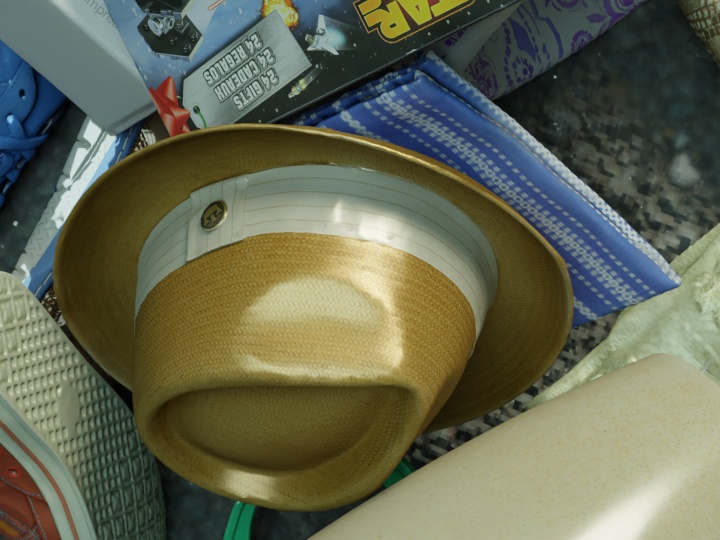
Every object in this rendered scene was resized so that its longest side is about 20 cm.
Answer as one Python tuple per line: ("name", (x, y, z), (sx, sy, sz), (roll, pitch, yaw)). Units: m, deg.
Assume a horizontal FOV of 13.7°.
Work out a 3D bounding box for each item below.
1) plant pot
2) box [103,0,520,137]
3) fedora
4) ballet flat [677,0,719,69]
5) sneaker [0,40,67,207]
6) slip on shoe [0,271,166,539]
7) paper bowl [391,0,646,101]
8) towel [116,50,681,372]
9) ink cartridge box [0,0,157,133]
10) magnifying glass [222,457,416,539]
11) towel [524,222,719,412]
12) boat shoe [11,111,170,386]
("plant pot", (0.070, 0.132, 1.092), (0.200, 0.187, 0.187), (-43, 77, -11))
("box", (-0.015, -0.134, 1.042), (0.200, 0.040, 0.137), (-23, 94, 40))
("fedora", (-0.022, 0.031, 1.093), (0.200, 0.201, 0.082), (0, 52, 12))
("ballet flat", (0.201, -0.056, 1.161), (0.200, 0.070, 0.065), (26, 104, 17))
("sneaker", (-0.161, -0.058, 1.236), (0.078, 0.066, 0.201), (10, 85, 14))
("slip on shoe", (-0.128, 0.074, 1.164), (0.061, 0.200, 0.074), (-7, 48, 23))
("paper bowl", (0.075, -0.157, 1.124), (0.200, 0.201, 0.104), (-37, 82, 6))
("towel", (0.000, 0.000, 1.130), (0.200, 0.145, 0.024), (-25, 38, 39))
("ink cartridge box", (-0.081, -0.178, 1.170), (0.145, 0.084, 0.200), (40, 72, -11))
("magnifying glass", (-0.050, 0.148, 1.208), (0.080, 0.022, 0.200), (42, 95, -1))
("towel", (0.175, 0.081, 1.164), (0.148, 0.036, 0.200), (-46, 77, 5))
("boat shoe", (-0.103, 0.013, 1.213), (0.072, 0.072, 0.200), (23, 92, 6))
